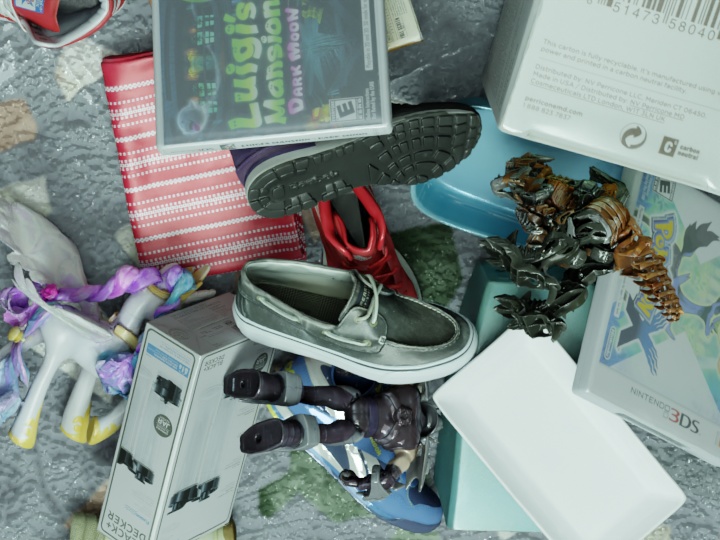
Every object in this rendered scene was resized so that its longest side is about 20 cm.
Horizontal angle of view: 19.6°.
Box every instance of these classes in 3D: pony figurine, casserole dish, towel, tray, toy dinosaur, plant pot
[{"bbox_3d":[-0.236,0.046,1.697,0.192,0.167,0.201,25,111,-33],"label":"pony figurine"},{"bbox_3d":[0.134,-0.078,1.704,0.198,0.039,0.122,17,126,-9],"label":"casserole dish"},{"bbox_3d":[-0.127,-0.091,1.711,0.143,0.023,0.202,-9,108,1],"label":"towel"},{"bbox_3d":[0.157,0.140,1.657,0.107,0.022,0.200,-40,97,2],"label":"tray"},{"bbox_3d":[0.165,-0.023,1.597,0.135,0.200,0.103,-37,119,-18],"label":"toy dinosaur"},{"bbox_3d":[0.141,0.098,1.727,0.140,0.141,0.202,2,102,-3],"label":"plant pot"}]

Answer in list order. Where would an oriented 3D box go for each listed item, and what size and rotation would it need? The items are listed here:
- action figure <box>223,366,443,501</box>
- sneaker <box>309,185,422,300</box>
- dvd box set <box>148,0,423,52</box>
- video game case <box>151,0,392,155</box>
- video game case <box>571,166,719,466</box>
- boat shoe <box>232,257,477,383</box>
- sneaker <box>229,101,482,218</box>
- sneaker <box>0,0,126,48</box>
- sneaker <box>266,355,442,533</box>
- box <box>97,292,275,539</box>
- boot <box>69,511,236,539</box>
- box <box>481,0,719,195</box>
[{"bbox_3d":[-0.009,0.117,1.687,0.199,0.069,0.131,8,66,-37],"label":"action figure"},{"bbox_3d":[0.000,0.000,1.696,0.078,0.116,0.201,-24,106,5],"label":"sneaker"},{"bbox_3d":[-0.065,-0.218,1.648,0.198,0.029,0.148,-19,90,3],"label":"dvd box set"},{"bbox_3d":[-0.071,-0.194,1.597,0.180,0.023,0.202,-5,76,7],"label":"video game case"},{"bbox_3d":[0.257,0.034,1.681,0.182,0.022,0.202,27,70,-36],"label":"video game case"},{"bbox_3d":[-0.006,0.037,1.639,0.198,0.073,0.071,8,146,4],"label":"boat shoe"},{"bbox_3d":[-0.006,-0.113,1.628,0.198,0.088,0.076,-13,142,-15],"label":"sneaker"},{"bbox_3d":[-0.281,-0.217,1.615,0.198,0.113,0.072,0,108,-3],"label":"sneaker"},{"bbox_3d":[0.008,0.143,1.767,0.082,0.074,0.200,-43,106,9],"label":"sneaker"},{"bbox_3d":[-0.141,0.129,1.715,0.060,0.116,0.202,28,118,26],"label":"box"},{"bbox_3d":[-0.188,0.308,1.812,0.153,0.072,0.202,4,103,-5],"label":"boot"},{"bbox_3d":[0.216,-0.192,1.615,0.197,0.172,0.202,15,108,-7],"label":"box"}]
